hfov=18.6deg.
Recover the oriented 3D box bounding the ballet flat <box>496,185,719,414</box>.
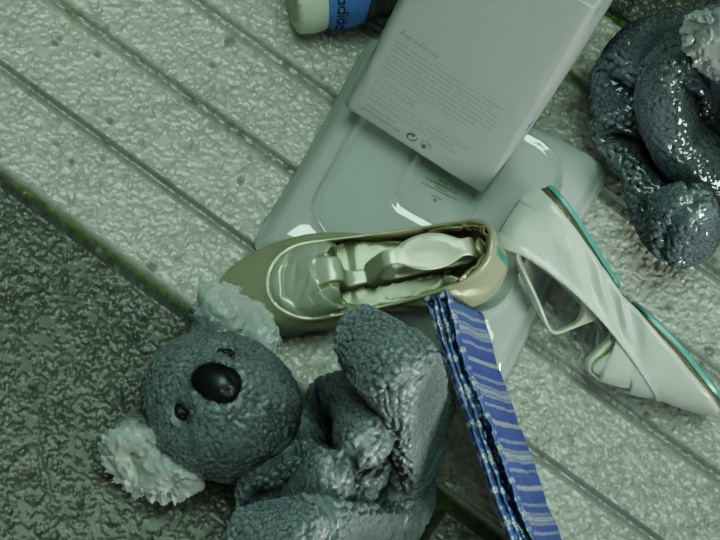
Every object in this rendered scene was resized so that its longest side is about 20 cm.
[{"bbox_3d":[0.164,0.034,1.506,0.069,0.069,0.200,-41,94,-26],"label":"ballet flat"}]

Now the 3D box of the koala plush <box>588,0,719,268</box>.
[{"bbox_3d":[0.262,-0.138,1.519,0.177,0.200,0.184,-22,71,-27],"label":"koala plush"}]

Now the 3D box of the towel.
[{"bbox_3d":[0.096,0.112,1.407,0.024,0.145,0.201,-21,78,11],"label":"towel"}]

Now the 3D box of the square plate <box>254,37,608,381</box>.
[{"bbox_3d":[0.055,-0.049,1.541,0.199,0.028,0.199,28,62,1],"label":"square plate"}]

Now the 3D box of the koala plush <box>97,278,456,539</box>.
[{"bbox_3d":[-0.058,0.105,1.389,0.199,0.184,0.178,23,75,21],"label":"koala plush"}]

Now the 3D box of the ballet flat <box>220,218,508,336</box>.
[{"bbox_3d":[0.000,0.000,1.461,0.199,0.070,0.070,-10,67,-3],"label":"ballet flat"}]

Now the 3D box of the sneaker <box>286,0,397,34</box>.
[{"bbox_3d":[-0.009,-0.272,1.600,0.110,0.077,0.201,-8,72,-10],"label":"sneaker"}]

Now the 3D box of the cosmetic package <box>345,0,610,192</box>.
[{"bbox_3d":[0.110,-0.200,1.506,0.123,0.200,0.200,31,50,4],"label":"cosmetic package"}]
